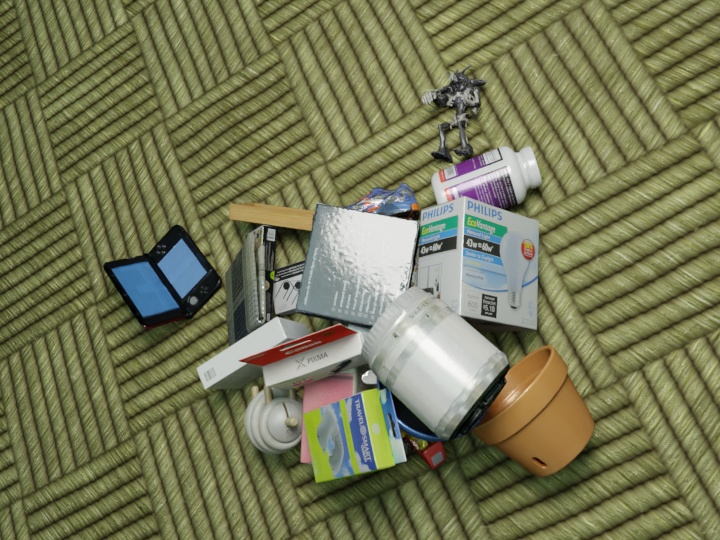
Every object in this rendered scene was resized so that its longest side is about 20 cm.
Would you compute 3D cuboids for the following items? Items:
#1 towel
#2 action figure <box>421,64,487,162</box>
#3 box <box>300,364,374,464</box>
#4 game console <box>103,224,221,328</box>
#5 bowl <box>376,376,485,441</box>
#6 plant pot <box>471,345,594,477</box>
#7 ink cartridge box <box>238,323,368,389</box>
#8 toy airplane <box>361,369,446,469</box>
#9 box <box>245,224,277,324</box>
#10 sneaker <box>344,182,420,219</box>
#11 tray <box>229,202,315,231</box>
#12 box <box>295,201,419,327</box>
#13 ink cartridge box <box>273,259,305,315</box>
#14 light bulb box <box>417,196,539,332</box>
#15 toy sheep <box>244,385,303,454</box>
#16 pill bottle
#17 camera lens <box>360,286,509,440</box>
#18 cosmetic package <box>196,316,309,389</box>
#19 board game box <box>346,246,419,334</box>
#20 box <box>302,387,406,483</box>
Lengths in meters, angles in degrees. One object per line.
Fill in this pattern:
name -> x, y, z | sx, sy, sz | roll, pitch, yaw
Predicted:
towel -> -0.238, 0.051, 1.275 | 0.193, 0.034, 0.204 | -45, 48, 51
action figure -> 0.192, -0.331, 1.242 | 0.116, 0.101, 0.206 | -1, 80, 30
box -> -0.041, 0.263, 1.179 | 0.106, 0.128, 0.206 | -3, 77, 19
game console -> -0.439, 0.007, 1.372 | 0.172, 0.119, 0.201 | -44, 70, 5
bowl -> 0.123, 0.191, 1.043 | 0.195, 0.040, 0.205 | 2, 58, -3
plant pot -> 0.300, 0.248, 1.047 | 0.200, 0.200, 0.140 | -44, 86, 5
ink cartridge box -> -0.083, 0.153, 1.055 | 0.196, 0.173, 0.045 | -21, 72, 15
toy airplane -> 0.087, 0.242, 1.095 | 0.195, 0.141, 0.205 | 16, 89, -12
box -> -0.218, 0.016, 1.307 | 0.109, 0.034, 0.206 | -17, 68, 58
sneaker -> 0.025, -0.129, 1.278 | 0.195, 0.076, 0.080 | -9, 67, 8
tray -> -0.170, -0.115, 1.316 | 0.195, 0.098, 0.038 | 10, 100, 20
box -> 0.000, 0.000, 1.137 | 0.192, 0.124, 0.205 | 11, 83, 7
ink cartridge box -> -0.092, 0.023, 1.291 | 0.196, 0.044, 0.096 | -17, 75, 14
light bulb box -> 0.211, -0.003, 1.100 | 0.124, 0.195, 0.206 | -12, 71, 55
toy sheep -> -0.163, 0.288, 1.197 | 0.135, 0.199, 0.142 | 4, 78, -20
pill bottle -> 0.242, -0.165, 1.183 | 0.196, 0.112, 0.115 | -19, 73, 14
camera lens -> 0.118, 0.144, 0.952 | 0.199, 0.160, 0.161 | 40, 92, 20
cosmetic package -> -0.208, 0.171, 1.243 | 0.197, 0.151, 0.052 | -32, 71, 9
board game box -> 0.065, 0.046, 1.214 | 0.149, 0.040, 0.205 | 14, 83, 3
box -> -0.016, 0.277, 1.024 | 0.199, 0.047, 0.125 | -31, 67, 45
